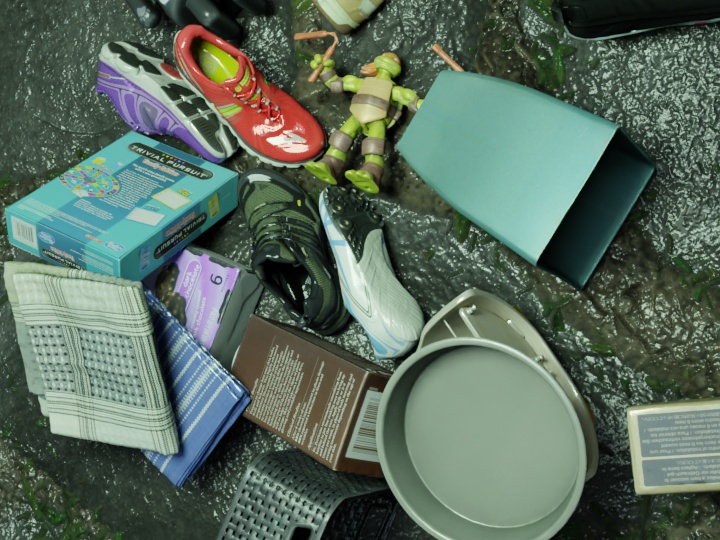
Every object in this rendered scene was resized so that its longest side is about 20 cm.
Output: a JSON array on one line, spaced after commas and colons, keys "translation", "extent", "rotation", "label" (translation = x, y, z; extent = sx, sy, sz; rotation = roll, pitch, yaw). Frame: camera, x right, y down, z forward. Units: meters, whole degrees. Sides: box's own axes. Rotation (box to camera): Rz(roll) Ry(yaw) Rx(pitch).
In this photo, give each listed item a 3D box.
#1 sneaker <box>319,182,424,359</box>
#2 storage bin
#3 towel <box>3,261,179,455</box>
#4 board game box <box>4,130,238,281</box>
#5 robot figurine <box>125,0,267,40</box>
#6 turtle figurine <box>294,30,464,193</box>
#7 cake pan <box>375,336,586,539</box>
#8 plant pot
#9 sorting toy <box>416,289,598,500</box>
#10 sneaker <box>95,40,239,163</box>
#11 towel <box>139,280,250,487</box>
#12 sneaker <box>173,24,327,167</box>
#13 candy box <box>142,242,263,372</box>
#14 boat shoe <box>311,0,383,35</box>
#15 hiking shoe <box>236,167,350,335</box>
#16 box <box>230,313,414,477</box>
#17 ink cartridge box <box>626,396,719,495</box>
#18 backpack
[{"translation": [0.000, 0.000, 1.178], "extent": [0.072, 0.072, 0.201], "rotation": [-44, 61, 41], "label": "sneaker"}, {"translation": [-0.049, 0.250, 1.094], "extent": [0.093, 0.200, 0.136], "rotation": [24, 93, 21], "label": "storage bin"}, {"translation": [-0.281, 0.090, 1.170], "extent": [0.199, 0.035, 0.194], "rotation": [7, 117, 33], "label": "towel"}, {"translation": [-0.248, -0.066, 1.217], "extent": [0.150, 0.200, 0.047], "rotation": [23, 130, 22], "label": "board game box"}, {"translation": [-0.186, -0.347, 1.259], "extent": [0.150, 0.125, 0.200], "rotation": [-28, 70, -26], "label": "robot figurine"}, {"translation": [0.002, -0.167, 1.193], "extent": [0.199, 0.064, 0.162], "rotation": [19, 77, 15], "label": "turtle figurine"}, {"translation": [0.110, 0.154, 1.028], "extent": [0.199, 0.037, 0.201], "rotation": [5, 102, 26], "label": "cake pan"}, {"translation": [0.147, -0.102, 1.095], "extent": [0.200, 0.141, 0.142], "rotation": [35, 97, 29], "label": "plant pot"}, {"translation": [0.109, 0.141, 1.106], "extent": [0.180, 0.107, 0.200], "rotation": [-37, 82, 26], "label": "sorting toy"}, {"translation": [-0.217, -0.179, 1.289], "extent": [0.200, 0.081, 0.084], "rotation": [38, 124, 19], "label": "sneaker"}, {"translation": [-0.215, 0.110, 1.194], "extent": [0.200, 0.024, 0.145], "rotation": [44, 115, 16], "label": "towel"}, {"translation": [-0.122, -0.184, 1.214], "extent": [0.200, 0.085, 0.077], "rotation": [38, 80, 1], "label": "sneaker"}, {"translation": [-0.226, 0.044, 1.256], "extent": [0.199, 0.071, 0.169], "rotation": [22, 93, 22], "label": "candy box"}, {"translation": [-0.050, -0.348, 1.203], "extent": [0.076, 0.072, 0.200], "rotation": [-36, 108, 18], "label": "boat shoe"}, {"translation": [-0.078, -0.028, 1.190], "extent": [0.076, 0.101, 0.201], "rotation": [-34, 73, 14], "label": "hiking shoe"}, {"translation": [-0.046, 0.122, 1.137], "extent": [0.200, 0.075, 0.101], "rotation": [22, 93, 47], "label": "box"}, {"translation": [0.321, 0.142, 0.963], "extent": [0.164, 0.200, 0.076], "rotation": [-7, 82, 21], "label": "ink cartridge box"}, {"translation": [0.276, -0.309, 1.043], "extent": [0.199, 0.178, 0.151], "rotation": [1, 54, 21], "label": "backpack"}]
